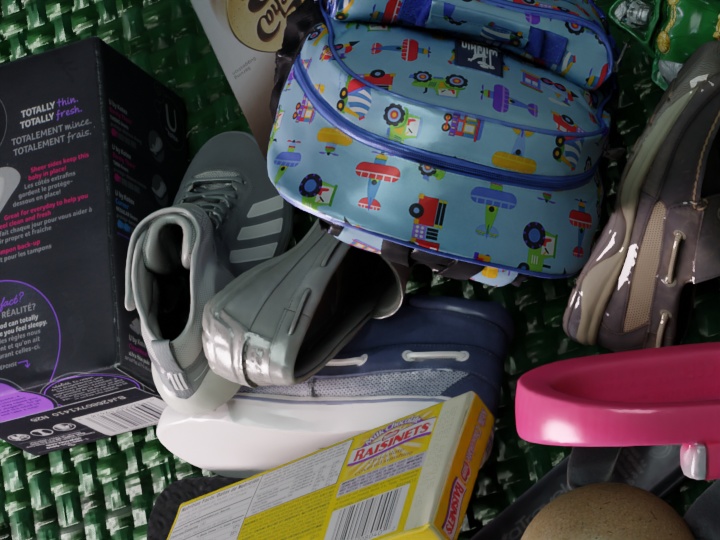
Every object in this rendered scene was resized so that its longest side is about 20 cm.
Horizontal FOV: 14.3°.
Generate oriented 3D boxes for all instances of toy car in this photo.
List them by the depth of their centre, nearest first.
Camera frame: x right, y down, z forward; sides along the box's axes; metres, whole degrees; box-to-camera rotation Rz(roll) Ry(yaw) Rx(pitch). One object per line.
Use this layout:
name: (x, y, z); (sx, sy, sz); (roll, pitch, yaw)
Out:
toy car: (0.120, 0.166, 1.425); (0.164, 0.158, 0.200); (22, 70, 19)

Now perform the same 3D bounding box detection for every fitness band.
fitness band: (0.173, 0.066, 1.402); (0.144, 0.200, 0.037); (-162, 70, -63)

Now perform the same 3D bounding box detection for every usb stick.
usb stick: (0.095, 0.141, 1.500); (0.200, 0.033, 0.055); (-42, 54, 8)

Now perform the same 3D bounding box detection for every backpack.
backpack: (0.044, -0.076, 1.434); (0.182, 0.200, 0.135); (16, 109, -3)

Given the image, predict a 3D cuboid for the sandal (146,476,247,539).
sandal: (-0.028, 0.145, 1.554); (0.200, 0.048, 0.075); (5, 75, 40)

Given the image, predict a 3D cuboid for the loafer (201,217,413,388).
loafer: (0.000, 0.000, 1.528); (0.070, 0.070, 0.200); (20, 48, 34)

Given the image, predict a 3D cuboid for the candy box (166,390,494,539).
candy box: (-0.026, 0.132, 1.477); (0.200, 0.026, 0.102); (-23, 26, 32)

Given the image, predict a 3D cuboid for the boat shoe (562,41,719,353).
boat shoe: (0.166, -0.031, 1.461); (0.073, 0.200, 0.075); (25, 45, 6)

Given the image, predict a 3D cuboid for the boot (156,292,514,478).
boot: (-0.011, 0.063, 1.564); (0.200, 0.073, 0.090); (0, 55, 26)

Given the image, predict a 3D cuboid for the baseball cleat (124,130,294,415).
baseball cleat: (-0.081, -0.020, 1.562); (0.070, 0.107, 0.200); (-7, 47, 12)

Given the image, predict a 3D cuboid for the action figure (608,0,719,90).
action figure: (0.213, -0.115, 1.454); (0.200, 0.055, 0.118); (12, 83, 36)

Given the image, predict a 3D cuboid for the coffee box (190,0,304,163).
coffee box: (-0.023, -0.143, 1.621); (0.113, 0.080, 0.200); (-32, 62, 12)

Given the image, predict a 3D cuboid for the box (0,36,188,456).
box: (-0.168, -0.012, 1.631); (0.122, 0.106, 0.200); (-14, 68, 22)
